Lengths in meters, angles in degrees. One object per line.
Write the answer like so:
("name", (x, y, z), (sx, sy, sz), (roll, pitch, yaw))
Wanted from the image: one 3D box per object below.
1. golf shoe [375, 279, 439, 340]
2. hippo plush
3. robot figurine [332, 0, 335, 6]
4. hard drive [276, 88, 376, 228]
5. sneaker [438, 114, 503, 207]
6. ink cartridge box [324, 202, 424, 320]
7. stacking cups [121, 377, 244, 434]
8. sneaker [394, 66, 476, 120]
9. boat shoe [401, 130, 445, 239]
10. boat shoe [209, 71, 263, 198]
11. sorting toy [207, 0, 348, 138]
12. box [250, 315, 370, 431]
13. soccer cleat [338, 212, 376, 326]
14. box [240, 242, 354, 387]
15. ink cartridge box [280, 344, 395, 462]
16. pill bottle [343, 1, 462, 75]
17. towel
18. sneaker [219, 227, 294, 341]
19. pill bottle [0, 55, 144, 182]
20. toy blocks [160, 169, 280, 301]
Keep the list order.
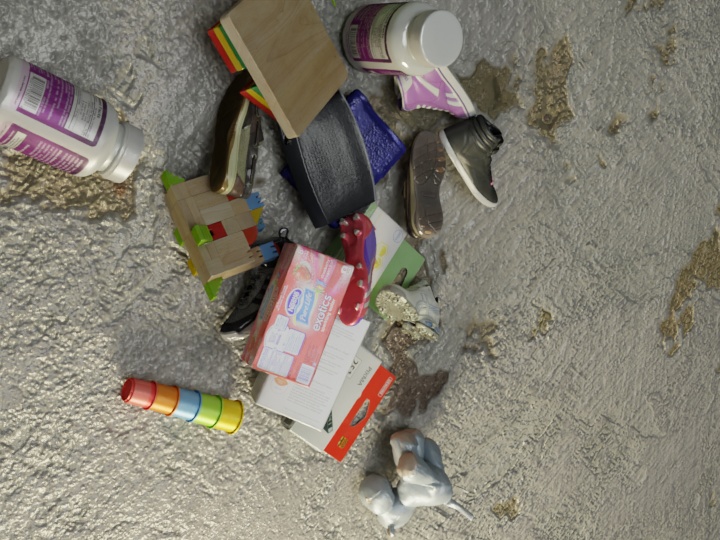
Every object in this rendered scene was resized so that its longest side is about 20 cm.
("golf shoe", (0.091, 0.053, 1.586), (0.200, 0.078, 0.098), (45, 55, -54))
("hippo plush", (0.087, 0.414, 1.668), (0.161, 0.159, 0.200), (-40, 111, 16))
("robot figurine", (-0.030, -0.516, 1.326), (0.175, 0.115, 0.201), (18, 92, -49))
("hard drive", (-0.048, -0.181, 1.398), (0.135, 0.042, 0.201), (-27, 111, -23))
("sneaker", (0.233, -0.203, 1.597), (0.099, 0.071, 0.200), (-27, 126, 18))
("ink cartridge box", (0.034, -0.013, 1.550), (0.200, 0.048, 0.146), (40, 78, -33))
("stacking cups", (-0.287, 0.218, 1.382), (0.199, 0.060, 0.061), (19, 91, -34))
("sneaker", (0.125, -0.311, 1.532), (0.114, 0.073, 0.200), (-34, 143, 14))
("boat shoe", (0.103, -0.152, 1.547), (0.074, 0.073, 0.201), (12, 75, -28))
("boat shoe", (-0.181, -0.203, 1.313), (0.065, 0.073, 0.201), (21, 72, -38))
("sorting toy", (-0.126, -0.326, 1.300), (0.199, 0.069, 0.200), (60, 39, -26))
("box", (-0.086, 0.147, 1.451), (0.124, 0.097, 0.201), (25, 87, -12))
("soccer cleat", (0.000, 0.000, 1.426), (0.076, 0.066, 0.201), (28, 54, -48))
("box", (-0.100, 0.067, 1.341), (0.102, 0.095, 0.201), (21, 86, -19))
("ink cartridge box", (-0.027, 0.241, 1.577), (0.173, 0.043, 0.200), (41, 78, -34))
("pill bottle", (0.068, -0.368, 1.372), (0.112, 0.200, 0.113), (-10, 108, -33))
("towel", (-0.029, -0.187, 1.462), (0.200, 0.049, 0.148), (-50, 118, -14))
("sneaker", (-0.170, 0.017, 1.401), (0.200, 0.075, 0.114), (-42, 117, -20))
("pill bottle", (-0.398, -0.194, 1.157), (0.200, 0.112, 0.113), (25, 87, -37))
("toy blocks", (-0.204, -0.073, 1.319), (0.136, 0.100, 0.201), (-22, 83, -29))
